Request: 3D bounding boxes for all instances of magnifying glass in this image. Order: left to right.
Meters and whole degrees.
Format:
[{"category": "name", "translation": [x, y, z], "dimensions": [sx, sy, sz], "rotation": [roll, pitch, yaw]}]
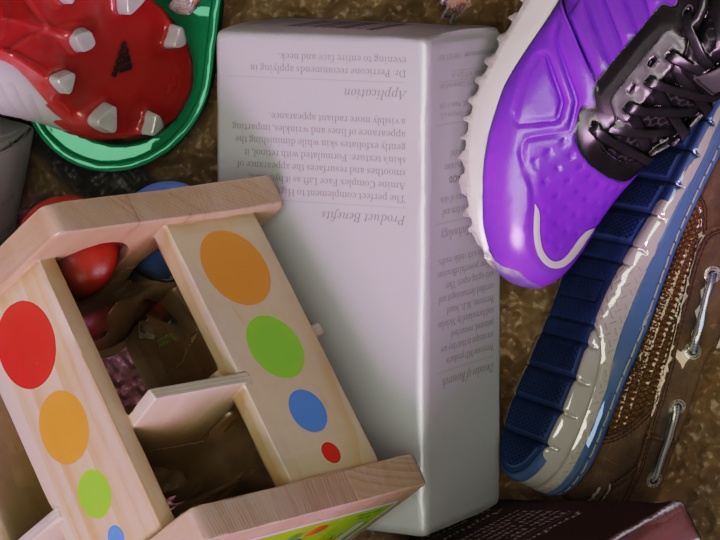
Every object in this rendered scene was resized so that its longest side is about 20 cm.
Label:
[{"category": "magnifying glass", "translation": [-0.071, -0.131, 1.155], "dimensions": [0.079, 0.022, 0.200], "rotation": [33, 101, -1]}]

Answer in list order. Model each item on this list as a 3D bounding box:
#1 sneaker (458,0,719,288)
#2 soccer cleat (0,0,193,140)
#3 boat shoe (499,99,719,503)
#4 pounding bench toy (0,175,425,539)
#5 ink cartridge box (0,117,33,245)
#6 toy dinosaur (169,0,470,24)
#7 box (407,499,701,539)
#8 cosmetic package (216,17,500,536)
[{"category": "sneaker", "translation": [0.113, -0.083, 1.083], "dimensions": [0.099, 0.069, 0.201], "rotation": [20, 87, 41]}, {"category": "soccer cleat", "translation": [-0.153, -0.096, 1.092], "dimensions": [0.085, 0.200, 0.069], "rotation": [17, 96, 46]}, {"category": "boat shoe", "translation": [0.126, 0.005, 1.136], "dimensions": [0.072, 0.072, 0.201], "rotation": [25, 91, -22]}, {"category": "pounding bench toy", "translation": [-0.108, 0.071, 1.088], "dimensions": [0.200, 0.124, 0.156], "rotation": [-40, 70, 38]}, {"category": "ink cartridge box", "translation": [-0.229, 0.022, 1.150], "dimensions": [0.147, 0.086, 0.201], "rotation": [15, 101, 4]}, {"category": "toy dinosaur", "translation": [0.005, -0.173, 1.102], "dimensions": [0.200, 0.086, 0.136], "rotation": [-39, 60, -15]}, {"category": "box", "translation": [0.054, 0.197, 1.073], "dimensions": [0.166, 0.200, 0.165], "rotation": [-27, 96, -18]}, {"category": "cosmetic package", "translation": [0.000, 0.000, 1.125], "dimensions": [0.101, 0.074, 0.201], "rotation": [6, 101, 29]}]
